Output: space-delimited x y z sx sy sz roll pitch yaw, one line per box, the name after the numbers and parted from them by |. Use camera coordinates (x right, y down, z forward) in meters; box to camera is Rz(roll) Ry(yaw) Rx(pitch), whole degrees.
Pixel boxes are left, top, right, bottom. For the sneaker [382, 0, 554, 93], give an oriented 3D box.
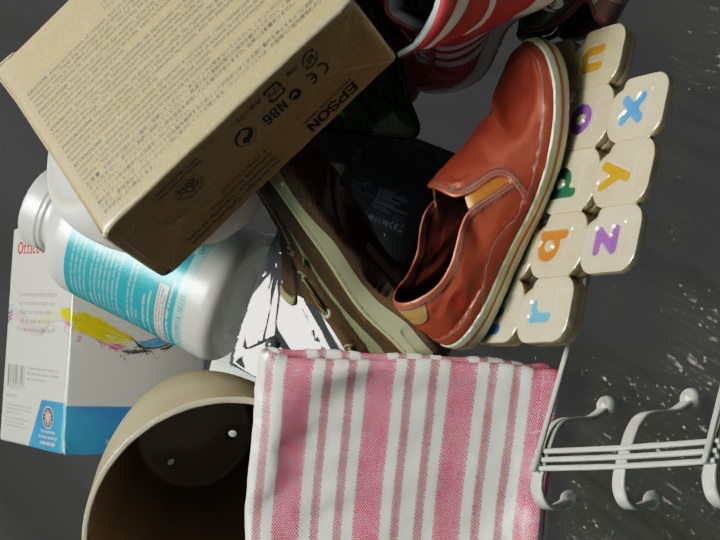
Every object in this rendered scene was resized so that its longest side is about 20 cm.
0.042 -0.160 0.893 0.072 0.111 0.200 69 155 9 | sneaker

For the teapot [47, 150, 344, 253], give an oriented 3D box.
-0.125 -0.090 1.017 0.197 0.145 0.202 -42 41 26 | teapot

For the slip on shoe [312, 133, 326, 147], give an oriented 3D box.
-0.011 -0.023 1.061 0.061 0.075 0.203 -37 49 55 | slip on shoe

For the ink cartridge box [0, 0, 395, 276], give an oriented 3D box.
-0.103 -0.126 0.859 0.200 0.075 0.165 -42 57 6 | ink cartridge box

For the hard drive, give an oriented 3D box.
0.000 0.000 0.998 0.134 0.042 0.202 23 88 26 | hard drive

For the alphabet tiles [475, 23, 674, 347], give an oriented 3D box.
0.120 -0.051 0.871 0.195 0.014 0.203 -7 67 60 | alphabet tiles

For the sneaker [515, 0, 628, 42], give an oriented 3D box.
0.108 -0.214 0.919 0.200 0.075 0.117 41 122 47 | sneaker

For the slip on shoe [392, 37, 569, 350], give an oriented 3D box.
0.076 -0.052 0.873 0.074 0.061 0.202 24 93 64 | slip on shoe

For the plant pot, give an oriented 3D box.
-0.111 0.148 1.013 0.200 0.185 0.190 -133 55 -70 | plant pot

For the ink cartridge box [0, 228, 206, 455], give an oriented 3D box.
-0.234 0.062 1.295 0.146 0.143 0.203 0 87 54 | ink cartridge box

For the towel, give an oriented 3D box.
0.026 0.127 0.899 0.030 0.197 0.149 -101 15 -82 | towel

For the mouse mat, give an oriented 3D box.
-0.040 -0.181 0.949 0.160 0.007 0.202 11 128 51 | mouse mat

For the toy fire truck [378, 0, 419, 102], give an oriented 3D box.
-0.003 -0.209 1.060 0.199 0.111 0.170 11 119 54 | toy fire truck

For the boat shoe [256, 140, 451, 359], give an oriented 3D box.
-0.027 -0.005 0.910 0.074 0.075 0.203 -33 101 22 | boat shoe

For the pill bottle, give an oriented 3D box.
-0.178 -0.015 1.140 0.198 0.111 0.112 24 109 15 | pill bottle

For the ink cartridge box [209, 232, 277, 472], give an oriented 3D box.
-0.065 0.072 1.162 0.161 0.050 0.203 2 73 55 | ink cartridge box

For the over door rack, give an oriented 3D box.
0.177 0.041 0.810 0.147 0.066 0.203 -13 62 52 | over door rack
